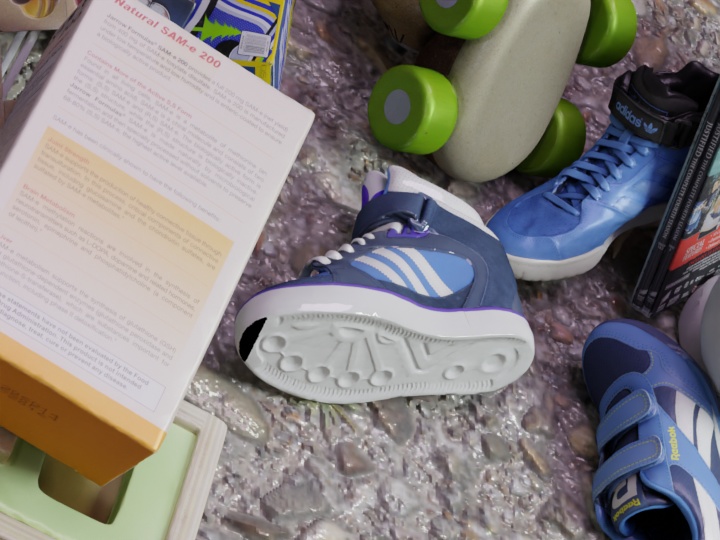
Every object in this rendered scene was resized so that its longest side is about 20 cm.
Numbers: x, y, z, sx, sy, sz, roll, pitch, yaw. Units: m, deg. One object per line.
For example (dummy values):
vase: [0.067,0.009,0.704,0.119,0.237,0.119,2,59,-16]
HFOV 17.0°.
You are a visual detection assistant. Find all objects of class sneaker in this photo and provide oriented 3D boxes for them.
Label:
sneaker: [0.000,0.000,1.422,0.199,0.081,0.147,4,44,-29]
sneaker: [0.161,-0.072,1.539,0.199,0.112,0.077,-20,44,-28]
sneaker: [0.177,0.115,1.445,0.082,0.074,0.201,-4,56,-35]

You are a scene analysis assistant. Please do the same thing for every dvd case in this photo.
dvd case: [0.250,-0.074,1.558,0.022,0.201,0.146,35,35,25]

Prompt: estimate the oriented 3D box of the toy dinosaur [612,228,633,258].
toy dinosaur: [0.231,-0.074,1.661,0.199,0.058,0.101,-15,65,-43]

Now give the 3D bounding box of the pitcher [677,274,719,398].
pitcher: [0.280,0.064,1.484,0.121,0.200,0.172,-36,85,-7]

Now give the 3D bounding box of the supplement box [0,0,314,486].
supplement box: [-0.121,-0.019,1.135,0.126,0.073,0.201,33,60,-15]

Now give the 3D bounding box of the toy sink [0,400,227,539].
toy sink: [-0.183,0.101,1.166,0.199,0.112,0.131,28,42,-12]

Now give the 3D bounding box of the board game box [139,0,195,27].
board game box: [-0.170,-0.173,1.375,0.135,0.035,0.200,30,1,-12]

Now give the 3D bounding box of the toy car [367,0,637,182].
toy car: [0.048,-0.165,1.580,0.164,0.158,0.200,7,24,-47]

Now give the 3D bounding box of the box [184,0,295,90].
box: [-0.074,-0.172,1.504,0.064,0.070,0.201,6,46,2]

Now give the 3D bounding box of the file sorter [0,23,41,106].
file sorter: [-0.199,-0.083,1.266,0.199,0.125,0.139,27,4,-13]

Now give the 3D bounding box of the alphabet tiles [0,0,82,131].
alphabet tiles: [-0.209,-0.067,1.192,0.199,0.008,0.168,-3,95,-11]
